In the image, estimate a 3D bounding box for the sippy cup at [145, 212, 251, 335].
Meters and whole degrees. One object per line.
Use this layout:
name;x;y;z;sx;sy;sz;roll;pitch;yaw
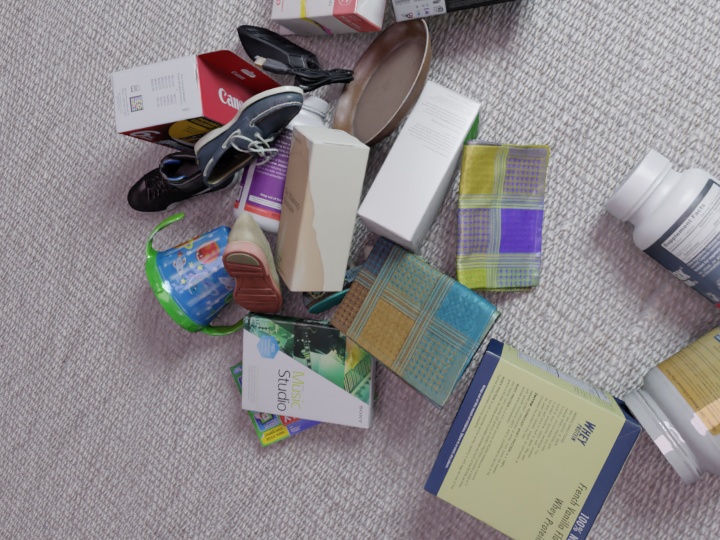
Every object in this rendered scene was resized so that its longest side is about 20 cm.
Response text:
sippy cup;-0.231;0.004;0.931;0.130;0.178;0.140;-31;55;3

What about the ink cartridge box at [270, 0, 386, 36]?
ink cartridge box;-0.057;-0.401;0.864;0.199;0.067;0.118;12;95;37

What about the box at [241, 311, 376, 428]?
box;-0.076;0.144;0.894;0.198;0.036;0.146;5;101;11

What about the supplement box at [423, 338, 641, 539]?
supplement box;0.220;0.227;0.804;0.198;0.134;0.202;25;98;14

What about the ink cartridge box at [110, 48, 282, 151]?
ink cartridge box;-0.217;-0.231;0.875;0.174;0.200;0.085;-6;90;16

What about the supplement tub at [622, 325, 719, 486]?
supplement tub;0.439;0.151;0.736;0.199;0.145;0.145;-37;82;13

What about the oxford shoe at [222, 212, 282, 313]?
oxford shoe;-0.142;-0.002;0.855;0.070;0.201;0.074;3;60;-1

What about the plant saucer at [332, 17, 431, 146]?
plant saucer;0.032;-0.250;0.841;0.200;0.032;0.202;-35;43;40

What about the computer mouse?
computer mouse;-0.119;-0.297;0.883;0.199;0.140;0.046;31;122;18

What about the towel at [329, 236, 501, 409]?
towel;0.067;0.063;0.806;0.199;0.022;0.147;34;95;28

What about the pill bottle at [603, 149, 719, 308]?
pill bottle;0.409;-0.053;0.752;0.200;0.119;0.120;40;101;11

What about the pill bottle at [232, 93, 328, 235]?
pill bottle;-0.110;-0.155;0.895;0.111;0.112;0.202;18;96;14

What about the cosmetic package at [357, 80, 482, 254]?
cosmetic package;0.082;-0.134;0.829;0.084;0.108;0.201;26;88;12

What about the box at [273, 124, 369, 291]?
box;-0.056;-0.081;0.814;0.077;0.095;0.202;0;113;-25

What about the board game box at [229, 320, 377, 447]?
board game box;-0.089;0.171;0.942;0.199;0.029;0.136;-26;84;14

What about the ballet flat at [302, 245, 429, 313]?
ballet flat;0.000;0.000;0.896;0.198;0.074;0.075;-20;87;12

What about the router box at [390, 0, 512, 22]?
router box;0.143;-0.401;0.807;0.198;0.051;0.150;-4;48;16

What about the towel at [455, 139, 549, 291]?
towel;0.190;-0.071;0.817;0.142;0.023;0.202;1;96;-26

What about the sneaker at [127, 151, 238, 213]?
sneaker;-0.299;-0.143;0.947;0.198;0.112;0.074;-15;87;15

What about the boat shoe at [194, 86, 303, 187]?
boat shoe;-0.147;-0.173;0.810;0.199;0.075;0.062;-23;73;30
